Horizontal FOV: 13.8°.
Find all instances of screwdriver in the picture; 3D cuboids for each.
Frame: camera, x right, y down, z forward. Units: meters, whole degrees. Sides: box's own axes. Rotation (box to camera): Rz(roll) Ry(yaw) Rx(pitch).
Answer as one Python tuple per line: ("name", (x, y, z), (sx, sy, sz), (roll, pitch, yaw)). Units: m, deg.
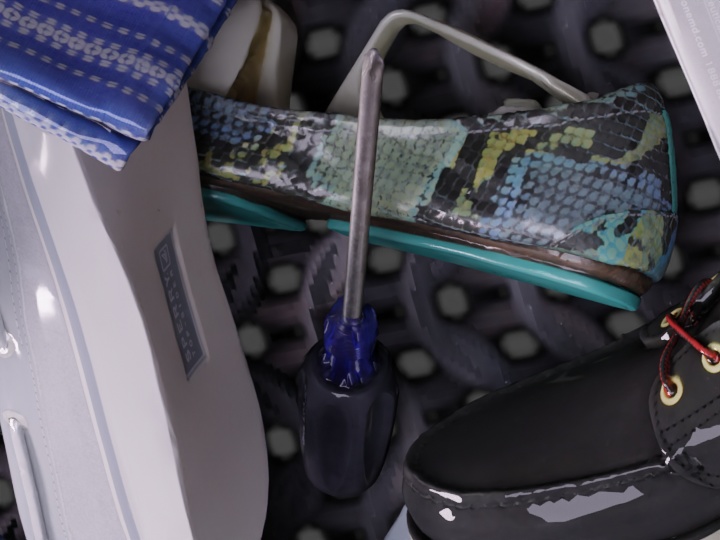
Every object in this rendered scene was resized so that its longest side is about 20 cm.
("screwdriver", (0.000, 0.000, 0.759), (0.028, 0.029, 0.200), (16, 144, 7))

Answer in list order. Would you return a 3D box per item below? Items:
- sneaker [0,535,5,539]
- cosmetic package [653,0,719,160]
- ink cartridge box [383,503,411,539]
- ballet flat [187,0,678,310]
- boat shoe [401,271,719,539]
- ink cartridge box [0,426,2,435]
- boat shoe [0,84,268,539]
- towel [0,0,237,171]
("sneaker", (-0.132, 0.125, 0.795), (0.077, 0.085, 0.200), (-17, 98, 21))
("cosmetic package", (0.178, -0.079, 0.682), (0.200, 0.107, 0.090), (-22, 99, 22))
("ink cartridge box", (0.044, 0.164, 0.775), (0.160, 0.047, 0.200), (-60, 38, 24))
("ballet flat", (-0.010, -0.038, 0.792), (0.200, 0.074, 0.074), (11, 110, 14))
("boat shoe", (0.101, 0.023, 0.743), (0.201, 0.074, 0.063), (-18, 128, 11))
("ink cartridge box", (-0.211, 0.050, 0.882), (0.200, 0.067, 0.117), (-30, 96, 25))
("boat shoe", (-0.077, -0.011, 0.749), (0.068, 0.072, 0.200), (-5, 115, 23))
("towel", (-0.076, -0.122, 0.703), (0.145, 0.200, 0.024), (29, 135, -3))
